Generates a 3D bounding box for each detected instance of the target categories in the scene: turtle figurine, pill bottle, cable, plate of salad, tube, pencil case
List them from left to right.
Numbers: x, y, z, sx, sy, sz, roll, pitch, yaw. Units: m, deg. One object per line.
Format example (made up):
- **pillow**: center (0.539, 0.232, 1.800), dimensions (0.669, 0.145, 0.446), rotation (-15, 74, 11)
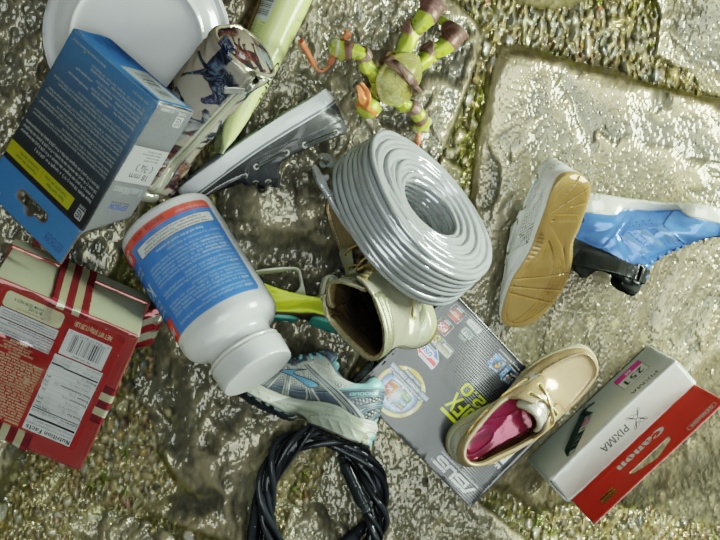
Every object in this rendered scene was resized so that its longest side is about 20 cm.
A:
- **plate of salad**: center (-0.239, -0.251, 1.634), dimensions (0.199, 0.048, 0.201), rotation (-1, 109, -2)
- **pencil case**: center (-0.176, -0.163, 1.602), dimensions (0.078, 0.090, 0.200), rotation (28, 115, -34)
- **pill bottle**: center (-0.159, 0.027, 1.610), dimensions (0.112, 0.112, 0.200), rotation (-32, 72, -3)
- **tube**: center (-0.113, -0.217, 1.656), dimensions (0.052, 0.058, 0.200), rotation (24, 88, 27)
- **cable**: center (-0.044, 0.267, 1.735), dimensions (0.163, 0.051, 0.201), rotation (9, 95, -10)
- **turtle figurine**: center (0.037, -0.226, 1.658), dimensions (0.200, 0.064, 0.161), rotation (42, 83, -29)
- **cable**: center (0.057, -0.058, 1.638), dimensions (0.069, 0.200, 0.200), rotation (-39, 72, 29)

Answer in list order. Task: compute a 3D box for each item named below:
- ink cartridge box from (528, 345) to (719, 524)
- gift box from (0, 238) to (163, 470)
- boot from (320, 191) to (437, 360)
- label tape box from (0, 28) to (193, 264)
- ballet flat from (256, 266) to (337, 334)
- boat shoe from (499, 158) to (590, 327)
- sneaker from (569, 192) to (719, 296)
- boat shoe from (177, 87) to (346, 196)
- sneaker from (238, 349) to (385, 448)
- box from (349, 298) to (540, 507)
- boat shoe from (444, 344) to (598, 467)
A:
- **ink cartridge box**: center (0.293, 0.180, 1.712), dimensions (0.200, 0.174, 0.044), rotation (-43, 101, -2)
- **gift box**: center (-0.314, 0.073, 1.597), dimensions (0.184, 0.187, 0.200), rotation (28, 98, -11)
- **boot**: center (0.000, 0.000, 1.638), dimensions (0.072, 0.155, 0.200), rotation (-30, 83, 23)
- **label tape box**: center (-0.283, -0.126, 1.581), dimensions (0.144, 0.063, 0.200), rotation (41, 107, 26)
- **ballet flat**: center (-0.059, 0.033, 1.699), dimensions (0.199, 0.067, 0.067), rotation (10, 80, -9)
- **boat shoe**: center (0.200, -0.032, 1.728), dimensions (0.071, 0.069, 0.200), rotation (7, 117, -28)
- **sneaker**: center (0.333, -0.024, 1.739), dimensions (0.199, 0.077, 0.112), rotation (6, 91, -5)
- **boat shoe**: center (-0.103, -0.121, 1.671), dimensions (0.200, 0.070, 0.066), rotation (-34, 100, -11)
- **sneaker**: center (-0.065, 0.125, 1.695), dimensions (0.200, 0.078, 0.086), rotation (22, 77, 10)
- **box**: center (0.111, 0.144, 1.746), dimensions (0.160, 0.044, 0.200), rotation (-44, 101, -2)
- **boat shoe**: center (0.188, 0.158, 1.701), dimensions (0.200, 0.069, 0.074), rotation (-37, 101, -2)
